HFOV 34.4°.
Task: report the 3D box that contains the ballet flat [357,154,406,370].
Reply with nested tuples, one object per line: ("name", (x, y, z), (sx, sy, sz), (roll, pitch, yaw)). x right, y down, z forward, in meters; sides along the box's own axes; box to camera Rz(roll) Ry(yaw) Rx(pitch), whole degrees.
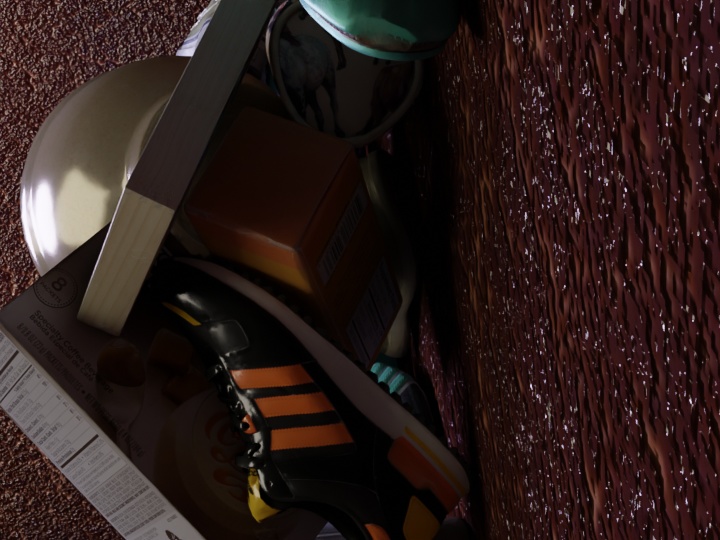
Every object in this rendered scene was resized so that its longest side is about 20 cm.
("ballet flat", (-0.005, -0.001, 0.896), (0.073, 0.073, 0.200), (-104, 5, -67))

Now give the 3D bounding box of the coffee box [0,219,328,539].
("coffee box", (-0.103, 0.078, 0.645), (0.200, 0.114, 0.080), (48, 141, -3))

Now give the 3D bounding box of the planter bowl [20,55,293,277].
("planter bowl", (-0.104, -0.051, 0.752), (0.135, 0.200, 0.201), (-12, 85, 61))

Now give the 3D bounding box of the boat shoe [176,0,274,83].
("boat shoe", (-0.092, -0.168, 0.864), (0.062, 0.072, 0.200), (-68, 14, -3))

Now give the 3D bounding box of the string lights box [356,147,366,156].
("string lights box", (-0.065, -0.084, 0.976), (0.200, 0.103, 0.059), (-49, -46, -69))

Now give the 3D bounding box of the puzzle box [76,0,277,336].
("puzzle box", (-0.084, -0.078, 0.594), (0.133, 0.025, 0.200), (-53, 15, 55))

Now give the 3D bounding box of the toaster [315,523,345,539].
("toaster", (0.005, 0.266, 0.852), (0.200, 0.118, 0.181), (101, 160, -82))

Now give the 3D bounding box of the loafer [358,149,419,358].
("loafer", (0.000, 0.000, 0.776), (0.200, 0.068, 0.076), (87, 175, -53))

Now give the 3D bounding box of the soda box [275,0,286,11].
("soda box", (-0.037, -0.259, 0.848), (0.063, 0.068, 0.200), (93, 170, -66))

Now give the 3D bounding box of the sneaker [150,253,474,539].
("sneaker", (-0.041, 0.077, 0.591), (0.200, 0.090, 0.070), (39, 163, 0))

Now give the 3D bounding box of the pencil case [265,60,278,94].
("pencil case", (-0.045, -0.218, 0.931), (0.092, 0.085, 0.200), (24, -125, -70))

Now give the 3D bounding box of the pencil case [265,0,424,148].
("pencil case", (-0.014, -0.125, 0.655), (0.200, 0.078, 0.090), (-111, 20, -76))

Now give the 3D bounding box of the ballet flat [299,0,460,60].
("ballet flat", (0.001, -0.151, 0.486), (0.200, 0.067, 0.071), (-107, 24, -60))

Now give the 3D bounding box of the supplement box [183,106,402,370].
("supplement box", (-0.029, -0.004, 0.636), (0.069, 0.066, 0.200), (-63, -18, -20))

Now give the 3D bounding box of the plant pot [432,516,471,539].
("plant pot", (-0.012, 0.252, 0.654), (0.200, 0.173, 0.200), (172, 90, -86))

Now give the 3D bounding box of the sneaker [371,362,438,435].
("sneaker", (0.017, 0.110, 0.818), (0.088, 0.074, 0.200), (42, 175, -29))
